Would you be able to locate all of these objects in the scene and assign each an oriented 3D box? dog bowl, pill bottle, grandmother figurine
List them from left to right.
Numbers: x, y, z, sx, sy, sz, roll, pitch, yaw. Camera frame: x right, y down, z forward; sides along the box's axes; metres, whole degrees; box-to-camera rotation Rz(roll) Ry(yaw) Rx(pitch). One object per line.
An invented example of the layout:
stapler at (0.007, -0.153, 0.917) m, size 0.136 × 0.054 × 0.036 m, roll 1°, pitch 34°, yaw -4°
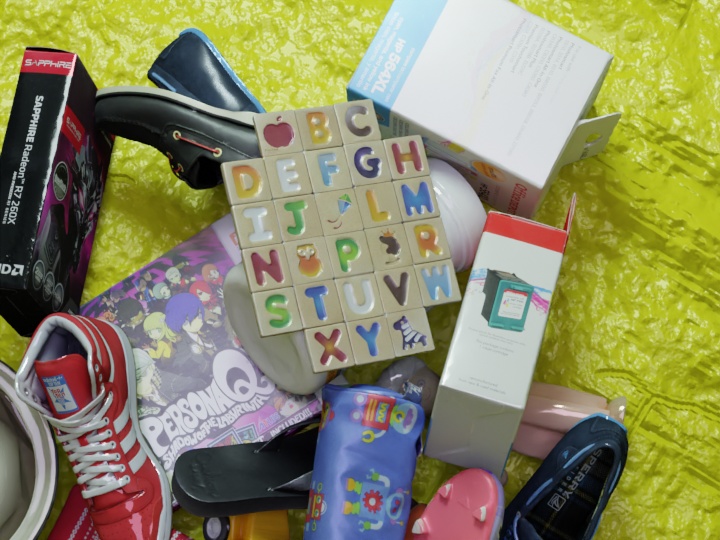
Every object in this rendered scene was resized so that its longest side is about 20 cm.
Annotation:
dog bowl at (-0.332, 0.161, 1.452) m, size 0.198 × 0.074 × 0.202 m, roll 0°, pitch 79°, yaw 1°
pill bottle at (0.000, 0.000, 1.438) m, size 0.199 × 0.116 × 0.117 m, roll -34°, pitch 80°, yaw -26°
grandmother figurine at (0.109, 0.108, 1.467) m, size 0.198 × 0.061 × 0.122 m, roll 11°, pitch 71°, yaw 0°

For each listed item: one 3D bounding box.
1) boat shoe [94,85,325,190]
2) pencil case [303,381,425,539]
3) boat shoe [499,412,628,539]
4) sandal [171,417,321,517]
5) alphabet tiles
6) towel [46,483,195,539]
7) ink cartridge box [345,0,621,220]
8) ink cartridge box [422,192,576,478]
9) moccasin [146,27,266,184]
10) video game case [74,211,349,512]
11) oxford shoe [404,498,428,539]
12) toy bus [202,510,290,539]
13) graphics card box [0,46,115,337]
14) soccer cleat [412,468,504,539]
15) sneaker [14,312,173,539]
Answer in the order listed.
boat shoe at (-0.125, -0.097, 1.433) m, size 0.200 × 0.074 × 0.064 m, roll 16°, pitch 81°, yaw 18°
pencil case at (0.001, 0.182, 1.373) m, size 0.086 × 0.078 × 0.202 m, roll 11°, pitch 81°, yaw -22°
boat shoe at (0.138, 0.201, 1.419) m, size 0.084 × 0.069 × 0.201 m, roll 23°, pitch 101°, yaw 1°
sandal at (-0.048, 0.149, 1.422) m, size 0.199 × 0.043 × 0.076 m, roll -10°, pitch 45°, yaw -30°
alphabet tiles at (-0.013, -0.028, 1.374) m, size 0.165 × 0.006 × 0.202 m, roll -9°, pitch 78°, yaw -23°
towel at (-0.180, 0.262, 1.414) m, size 0.199 × 0.022 × 0.146 m, roll 21°, pitch 80°, yaw 32°
ink cartridge box at (0.104, -0.136, 1.475) m, size 0.199 × 0.129 × 0.126 m, roll 28°, pitch 81°, yaw 6°
ink cartridge box at (0.108, 0.040, 1.408) m, size 0.067 × 0.117 × 0.201 m, roll 15°, pitch 57°, yaw 4°
moccasin at (-0.102, -0.106, 1.508) m, size 0.068 × 0.081 × 0.200 m, roll -37°, pitch 67°, yaw -1°
video game case at (-0.134, 0.077, 1.484) m, size 0.199 × 0.036 × 0.182 m, roll -31°, pitch 79°, yaw -5°
oxford shoe at (-0.002, 0.269, 1.442) m, size 0.072 × 0.071 × 0.201 m, roll 21°, pitch 80°, yaw 31°
toy bus at (-0.078, 0.270, 1.416) m, size 0.078 × 0.065 × 0.202 m, roll -6°, pitch 76°, yaw 42°
graphics card box at (-0.246, -0.058, 1.449) m, size 0.050 × 0.126 × 0.202 m, roll 6°, pitch 69°, yaw 10°
soccer cleat at (0.072, 0.241, 1.403) m, size 0.066 × 0.076 × 0.202 m, roll 27°, pitch 106°, yaw 38°
sneaker at (-0.203, 0.127, 1.392) m, size 0.071 × 0.112 × 0.202 m, roll -19°, pitch 74°, yaw 12°
